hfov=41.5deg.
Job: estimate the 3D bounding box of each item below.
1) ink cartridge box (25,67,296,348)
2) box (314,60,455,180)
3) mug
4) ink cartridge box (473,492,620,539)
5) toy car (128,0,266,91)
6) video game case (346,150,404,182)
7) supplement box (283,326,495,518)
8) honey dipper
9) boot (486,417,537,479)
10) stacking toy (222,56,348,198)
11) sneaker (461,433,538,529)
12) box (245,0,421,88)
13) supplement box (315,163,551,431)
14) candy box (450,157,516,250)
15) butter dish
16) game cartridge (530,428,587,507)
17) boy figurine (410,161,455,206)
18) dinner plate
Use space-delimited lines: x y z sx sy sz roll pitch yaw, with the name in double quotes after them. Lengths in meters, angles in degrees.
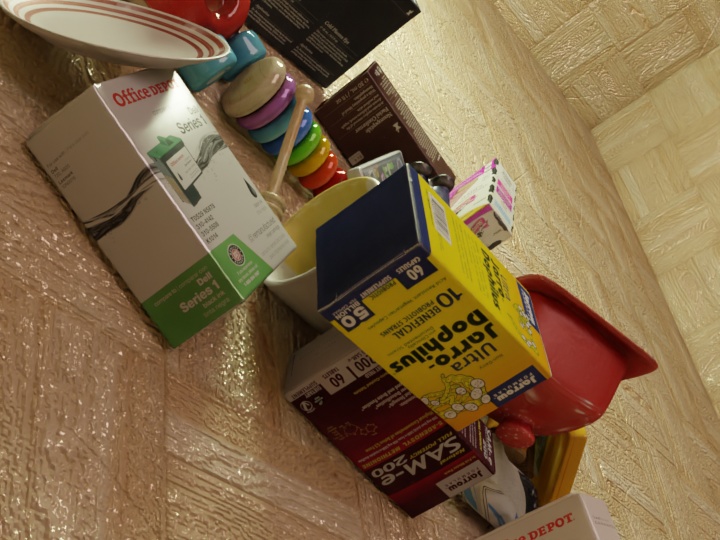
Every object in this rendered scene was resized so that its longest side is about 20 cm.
-0.158 -0.061 0.789 0.202 0.083 0.146 55 22 -8 "ink cartridge box"
0.035 -0.172 1.313 0.201 0.099 0.075 52 23 -12 "box"
0.005 0.001 0.967 0.154 0.147 0.188 52 40 -26 "mug"
0.214 0.352 0.970 0.084 0.144 0.203 27 39 -51 "ink cartridge box"
-0.139 -0.330 1.015 0.186 0.198 0.177 56 23 -5 "toy car"
0.045 -0.041 1.192 0.182 0.023 0.204 -36 112 -68 "video game case"
0.031 0.138 0.905 0.200 0.108 0.061 46 25 -24 "supplement box"
-0.081 -0.115 0.989 0.038 0.037 0.203 40 50 -35 "honey dipper"
0.176 0.169 1.175 0.201 0.069 0.147 43 44 -58 "boot"
-0.069 -0.143 1.093 0.201 0.084 0.086 50 23 -31 "stacking toy"
0.150 0.252 1.075 0.202 0.071 0.073 59 42 -35 "sneaker"
-0.050 -0.381 1.287 0.199 0.180 0.106 32 33 -47 "box"
0.063 0.028 0.828 0.200 0.108 0.111 42 27 -32 "supplement box"
0.158 -0.076 1.400 0.061 0.135 0.201 49 23 -14 "candy box"
0.184 0.121 1.033 0.198 0.198 0.150 34 61 -21 "butter dish"
0.244 0.198 1.239 0.202 0.032 0.179 -91 -175 -51 "game cartridge"
0.081 -0.029 1.140 0.122 0.064 0.204 22 54 -26 "boy figurine"
-0.211 -0.205 0.820 0.195 0.025 0.201 12 22 -5 "dinner plate"
